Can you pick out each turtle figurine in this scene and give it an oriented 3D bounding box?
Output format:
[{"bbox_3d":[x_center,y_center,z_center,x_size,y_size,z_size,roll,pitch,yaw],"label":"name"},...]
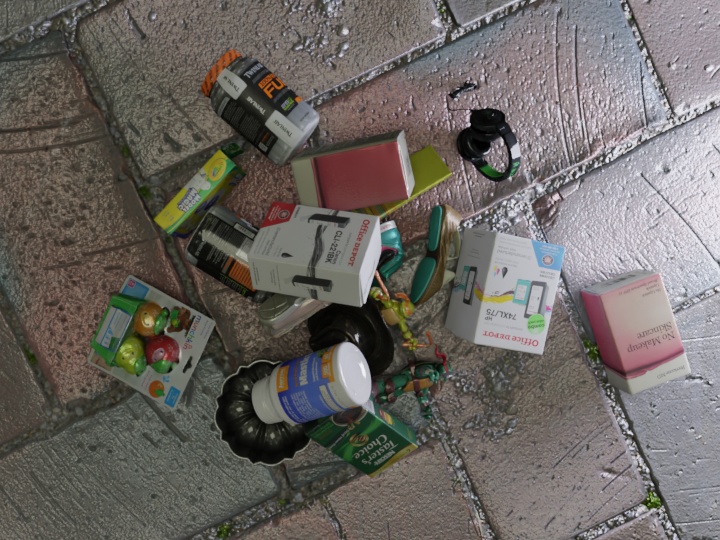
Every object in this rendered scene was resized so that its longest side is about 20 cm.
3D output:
[{"bbox_3d":[0.109,0.222,1.485,0.198,0.101,0.151,-15,133,0],"label":"turtle figurine"},{"bbox_3d":[0.037,0.079,1.449,0.160,0.065,0.200,-19,125,32],"label":"turtle figurine"}]

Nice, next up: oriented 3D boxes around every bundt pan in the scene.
[{"bbox_3d":[-0.177,0.264,1.480,0.199,0.076,0.205,0,94,-4],"label":"bundt pan"}]

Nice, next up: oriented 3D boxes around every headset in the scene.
[{"bbox_3d":[0.235,-0.263,1.455,0.093,0.124,0.201,-29,76,-25],"label":"headset"}]

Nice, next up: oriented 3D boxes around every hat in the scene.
[{"bbox_3d":[-0.039,0.127,1.422,0.081,0.200,0.202,-33,96,-45],"label":"hat"}]

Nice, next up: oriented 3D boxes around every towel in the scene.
[{"bbox_3d":[0.070,-0.158,1.475,0.199,0.018,0.087,-31,61,-1],"label":"towel"}]

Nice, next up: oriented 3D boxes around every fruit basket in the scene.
[{"bbox_3d":[-0.392,0.133,1.440,0.199,0.094,0.187,28,92,15],"label":"fruit basket"}]

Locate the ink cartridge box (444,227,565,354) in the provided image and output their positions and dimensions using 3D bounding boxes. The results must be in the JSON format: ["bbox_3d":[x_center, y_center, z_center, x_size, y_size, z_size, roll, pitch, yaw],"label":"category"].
[{"bbox_3d":[0.264,0.036,1.442,0.145,0.146,0.203,10,94,-16],"label":"ink cartridge box"}]

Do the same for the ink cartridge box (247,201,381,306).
[{"bbox_3d":[-0.074,-0.030,1.328,0.197,0.145,0.084,9,137,11],"label":"ink cartridge box"}]

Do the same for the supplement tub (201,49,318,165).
[{"bbox_3d":[-0.183,-0.298,1.413,0.199,0.123,0.123,40,91,-5],"label":"supplement tub"}]

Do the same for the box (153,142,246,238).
[{"bbox_3d":[-0.282,-0.147,1.428,0.048,0.117,0.200,41,91,2],"label":"box"}]

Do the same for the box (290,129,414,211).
[{"bbox_3d":[-0.011,-0.176,1.405,0.197,0.128,0.110,-10,106,12],"label":"box"}]

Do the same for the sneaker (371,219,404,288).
[{"bbox_3d":[0.000,0.000,1.470,0.198,0.084,0.122,-27,86,-5],"label":"sneaker"}]

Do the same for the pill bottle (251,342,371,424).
[{"bbox_3d":[-0.090,0.205,1.362,0.198,0.112,0.113,-21,95,25],"label":"pill bottle"}]

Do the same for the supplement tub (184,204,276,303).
[{"bbox_3d":[-0.213,-0.022,1.437,0.199,0.123,0.123,32,92,-5],"label":"supplement tub"}]

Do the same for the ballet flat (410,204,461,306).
[{"bbox_3d":[0.154,-0.024,1.492,0.072,0.068,0.203,13,89,-24],"label":"ballet flat"}]

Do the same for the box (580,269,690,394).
[{"bbox_3d":[0.522,0.114,1.482,0.126,0.109,0.202,-20,94,-2],"label":"box"}]

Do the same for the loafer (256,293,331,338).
[{"bbox_3d":[-0.092,0.049,1.393,0.199,0.072,0.063,-31,135,-15],"label":"loafer"}]

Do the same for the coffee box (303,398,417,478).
[{"bbox_3d":[0.003,0.304,1.449,0.123,0.044,0.200,-37,126,16],"label":"coffee box"}]
